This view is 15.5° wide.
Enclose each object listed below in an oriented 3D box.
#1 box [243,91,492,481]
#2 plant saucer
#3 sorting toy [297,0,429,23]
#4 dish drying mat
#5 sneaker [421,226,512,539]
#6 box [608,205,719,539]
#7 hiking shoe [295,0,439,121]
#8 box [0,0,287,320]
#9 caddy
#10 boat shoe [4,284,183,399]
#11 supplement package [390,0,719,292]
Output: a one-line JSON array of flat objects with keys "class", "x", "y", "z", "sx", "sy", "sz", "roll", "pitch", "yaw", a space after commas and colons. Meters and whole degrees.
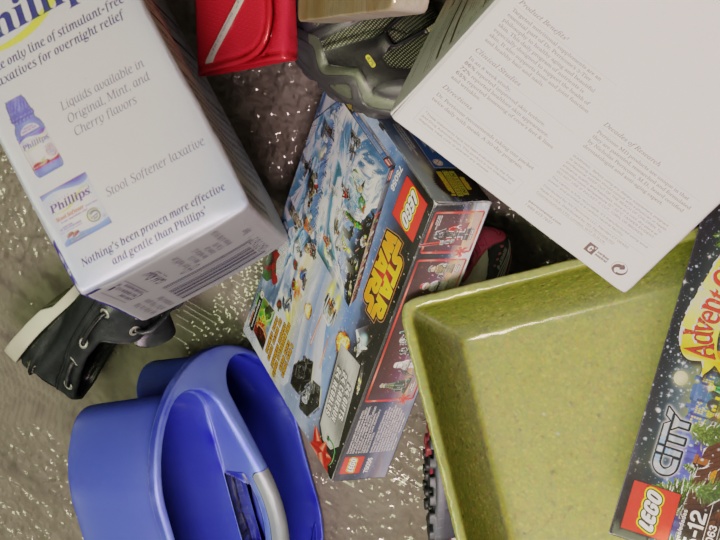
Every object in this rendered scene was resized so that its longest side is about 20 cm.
[{"class": "box", "x": 0.000, "y": 0.000, "z": 1.491, "sx": 0.137, "sy": 0.040, "sz": 0.200, "roll": 58, "pitch": 139, "yaw": 42}, {"class": "plant saucer", "x": 0.141, "y": 0.090, "z": 1.429, "sx": 0.200, "sy": 0.048, "sz": 0.200, "roll": -14, "pitch": 89, "yaw": 3}, {"class": "sorting toy", "x": 0.029, "y": -0.225, "z": 1.316, "sx": 0.069, "sy": 0.199, "sz": 0.201, "roll": 3, "pitch": 93, "yaw": -15}, {"class": "dish drying mat", "x": -0.068, "y": -0.209, "z": 1.429, "sx": 0.077, "sy": 0.018, "sz": 0.201, "roll": -6, "pitch": 86, "yaw": 48}, {"class": "sneaker", "x": 0.074, "y": 0.069, "z": 1.511, "sx": 0.074, "sy": 0.081, "sz": 0.200, "roll": -1, "pitch": 113, "yaw": -2}, {"class": "box", "x": 0.223, "y": 0.062, "z": 1.367, "sx": 0.136, "sy": 0.038, "sz": 0.200, "roll": 16, "pitch": 90, "yaw": 16}, {"class": "hiking shoe", "x": -0.005, "y": -0.155, "z": 1.438, "sx": 0.200, "sy": 0.076, "sz": 0.101, "roll": 29, "pitch": 128, "yaw": 17}, {"class": "box", "x": -0.138, "y": -0.087, "z": 1.447, "sx": 0.105, "sy": 0.184, "sz": 0.200, "roll": -28, "pitch": 83, "yaw": 2}, {"class": "caddy", "x": -0.089, "y": 0.142, "z": 1.595, "sx": 0.105, "sy": 0.141, "sz": 0.200, "roll": 0, "pitch": 114, "yaw": 36}, {"class": "boat shoe", "x": -0.143, "y": 0.022, "z": 1.610, "sx": 0.066, "sy": 0.075, "sz": 0.199, "roll": 49, "pitch": 128, "yaw": -2}, {"class": "supplement package", "x": 0.146, "y": -0.130, "z": 1.296, "sx": 0.152, "sy": 0.151, "sz": 0.200, "roll": 37, "pitch": 128, "yaw": -9}]
